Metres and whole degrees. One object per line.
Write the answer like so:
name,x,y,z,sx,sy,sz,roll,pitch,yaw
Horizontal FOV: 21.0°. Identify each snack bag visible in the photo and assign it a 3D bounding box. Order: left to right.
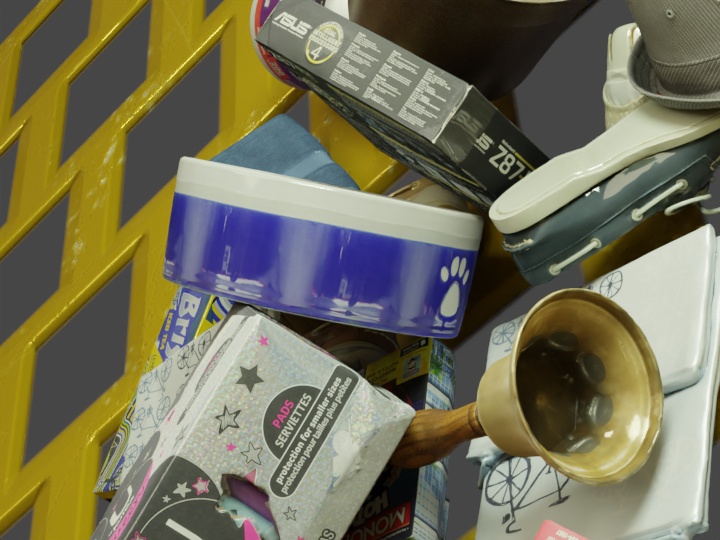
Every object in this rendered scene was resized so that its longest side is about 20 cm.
snack bag,-0.119,0.134,1.337,0.188,0.021,0.202,-32,45,50
snack bag,0.131,0.086,1.116,0.188,0.021,0.201,-27,39,43

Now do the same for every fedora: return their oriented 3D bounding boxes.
fedora,0.229,-0.178,1.129,0.199,0.091,0.177,-7,37,48

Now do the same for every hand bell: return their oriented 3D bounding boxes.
hand bell,0.068,0.084,1.096,0.199,0.104,0.105,-24,41,54

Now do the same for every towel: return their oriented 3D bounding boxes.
towel,-0.061,-0.051,1.530,0.111,0.049,0.200,-32,32,-4

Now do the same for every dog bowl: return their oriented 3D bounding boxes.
dog bowl,-0.025,-0.015,1.238,0.200,0.198,0.080,17,96,61

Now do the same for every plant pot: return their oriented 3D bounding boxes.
plant pot,0.080,-0.221,1.325,0.199,0.198,0.202,119,172,-64

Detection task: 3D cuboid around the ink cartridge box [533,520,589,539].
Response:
ink cartridge box,0.104,0.244,0.944,0.201,0.085,0.145,-58,27,-7

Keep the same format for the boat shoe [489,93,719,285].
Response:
boat shoe,0.175,-0.057,1.162,0.199,0.062,0.075,-30,20,3

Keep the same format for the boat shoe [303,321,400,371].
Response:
boat shoe,-0.043,0.088,1.368,0.199,0.076,0.072,-27,31,35

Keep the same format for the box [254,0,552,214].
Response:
box,0.041,-0.097,1.269,0.200,0.161,0.049,34,89,45

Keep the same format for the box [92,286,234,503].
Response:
box,-0.131,0.094,1.501,0.070,0.064,0.202,-13,49,52

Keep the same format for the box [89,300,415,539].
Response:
box,-0.074,0.133,1.144,0.201,0.114,0.132,-59,10,-2

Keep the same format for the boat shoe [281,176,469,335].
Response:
boat shoe,0.000,0.000,1.389,0.199,0.074,0.070,-31,33,24

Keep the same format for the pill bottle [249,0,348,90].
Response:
pill bottle,-0.002,-0.198,1.550,0.113,0.112,0.199,-61,27,-9

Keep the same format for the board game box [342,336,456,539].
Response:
board game box,-0.014,0.170,1.234,0.199,0.061,0.201,-29,40,38

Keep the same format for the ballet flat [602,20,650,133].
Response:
ballet flat,0.189,-0.157,1.252,0.067,0.062,0.202,-9,54,54
